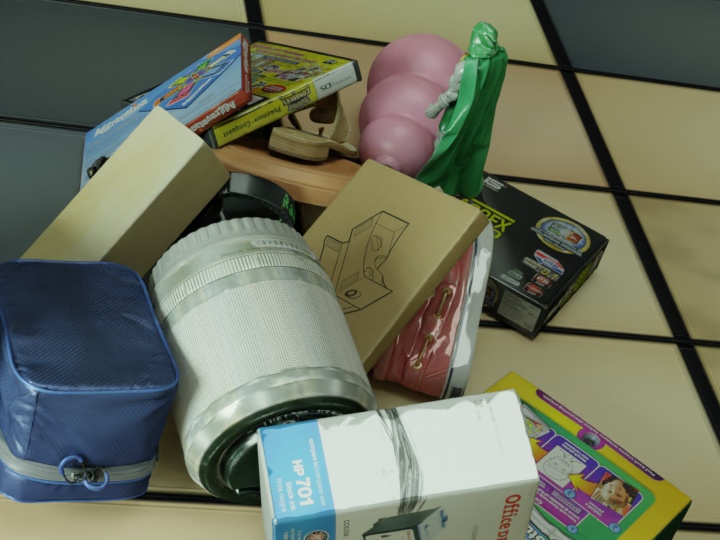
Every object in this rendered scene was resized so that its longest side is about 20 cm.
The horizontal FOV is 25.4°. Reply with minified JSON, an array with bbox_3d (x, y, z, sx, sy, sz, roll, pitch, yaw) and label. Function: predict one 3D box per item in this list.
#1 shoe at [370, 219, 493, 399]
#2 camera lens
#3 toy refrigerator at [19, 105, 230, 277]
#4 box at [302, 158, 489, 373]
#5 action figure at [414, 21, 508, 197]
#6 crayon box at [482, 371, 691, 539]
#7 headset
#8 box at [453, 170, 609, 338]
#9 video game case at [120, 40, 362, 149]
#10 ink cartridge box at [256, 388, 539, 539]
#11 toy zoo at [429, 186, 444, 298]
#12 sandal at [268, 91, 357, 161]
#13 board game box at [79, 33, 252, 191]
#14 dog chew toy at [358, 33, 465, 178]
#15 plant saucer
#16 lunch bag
[{"bbox_3d":[0.067,0.024,1.498,0.091,0.072,0.201,14,58,-3],"label":"shoe"},{"bbox_3d":[-0.083,0.077,1.310,0.159,0.160,0.200,-3,51,-24],"label":"camera lens"},{"bbox_3d":[-0.213,-0.042,1.402,0.070,0.076,0.200,38,83,24],"label":"toy refrigerator"},{"bbox_3d":[0.000,0.000,1.438,0.200,0.021,0.163,-50,44,-12],"label":"box"},{"bbox_3d":[0.103,-0.158,1.588,0.055,0.200,0.118,38,41,26],"label":"action figure"},{"bbox_3d":[0.153,0.195,1.360,0.200,0.058,0.172,36,43,23],"label":"crayon box"},{"bbox_3d":[-0.160,-0.066,1.503,0.199,0.124,0.094,0,63,3],"label":"headset"},{"bbox_3d":[0.133,-0.030,1.640,0.200,0.044,0.160,31,40,16],"label":"box"},{"bbox_3d":[-0.125,-0.185,1.642,0.180,0.026,0.200,-28,27,-25],"label":"video game case"},{"bbox_3d":[0.026,0.173,1.218,0.199,0.147,0.086,-7,55,-6],"label":"ink cartridge box"},{"bbox_3d":[0.015,0.003,1.492,0.020,0.131,0.200,54,25,-24],"label":"toy zoo"},{"bbox_3d":[-0.040,-0.157,1.637,0.077,0.070,0.212,18,11,8],"label":"sandal"},{"bbox_3d":[-0.191,-0.149,1.565,0.019,0.200,0.103,47,23,-35],"label":"board game box"},{"bbox_3d":[0.053,-0.167,1.723,0.124,0.125,0.200,21,45,4],"label":"dog chew toy"},{"bbox_3d":[-0.067,-0.101,1.589,0.200,0.032,0.200,14,10,-3],"label":"plant saucer"},{"bbox_3d":[-0.229,0.098,1.267,0.135,0.133,0.200,3,35,-24],"label":"lunch bag"}]
